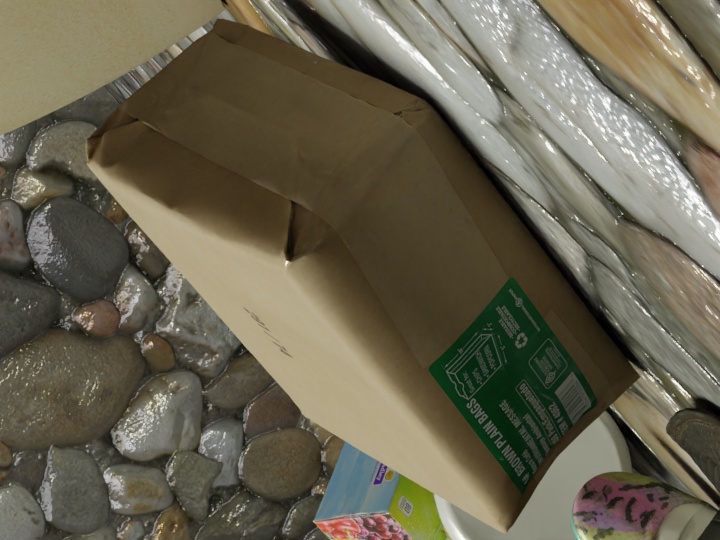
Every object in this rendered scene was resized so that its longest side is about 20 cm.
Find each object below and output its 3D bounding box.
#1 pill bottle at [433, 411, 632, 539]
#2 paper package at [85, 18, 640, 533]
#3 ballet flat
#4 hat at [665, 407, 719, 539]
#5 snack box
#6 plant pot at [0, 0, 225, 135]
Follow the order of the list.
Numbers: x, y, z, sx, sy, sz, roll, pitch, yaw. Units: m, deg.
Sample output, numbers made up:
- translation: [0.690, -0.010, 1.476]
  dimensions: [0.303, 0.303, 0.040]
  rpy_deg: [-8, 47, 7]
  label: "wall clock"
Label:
- translation: [0.099, 0.128, 1.455]
  dimensions: [0.113, 0.113, 0.200]
  rpy_deg: [46, 176, 8]
  label: "pill bottle"
- translation: [0.000, 0.000, 1.147]
  dimensions: [0.191, 0.103, 0.200]
  rpy_deg: [28, 161, 53]
  label: "paper package"
- translation: [0.196, 0.172, 1.277]
  dimensions: [0.200, 0.069, 0.071]
  rpy_deg: [44, 159, -11]
  label: "ballet flat"
- translation: [0.182, 0.156, 1.068]
  dimensions: [0.201, 0.081, 0.201]
  rpy_deg: [47, 177, 3]
  label: "hat"
- translation: [0.073, 0.153, 1.618]
  dimensions: [0.068, 0.169, 0.200]
  rpy_deg: [-11, 133, 37]
  label: "snack box"
- translation: [-0.224, -0.183, 1.351]
  dimensions: [0.200, 0.177, 0.200]
  rpy_deg: [45, 176, 26]
  label: "plant pot"
